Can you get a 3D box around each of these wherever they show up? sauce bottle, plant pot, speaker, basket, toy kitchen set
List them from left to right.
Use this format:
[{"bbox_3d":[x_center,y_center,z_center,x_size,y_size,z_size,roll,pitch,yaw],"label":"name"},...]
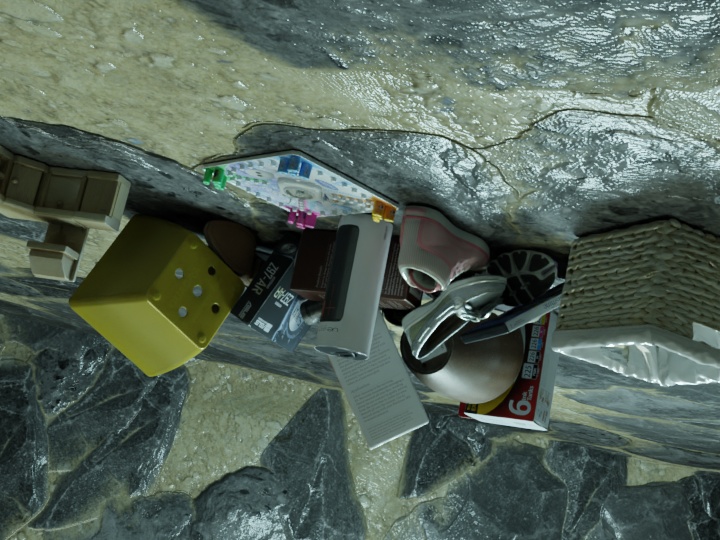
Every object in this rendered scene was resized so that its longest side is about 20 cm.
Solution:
[{"bbox_3d":[-0.476,-0.090,1.510,0.199,0.164,0.180,7,166,18],"label":"toy kitchen set"},{"bbox_3d":[-0.307,0.038,1.687,0.176,0.200,0.200,-4,136,49],"label":"plant pot"},{"bbox_3d":[-0.009,0.024,1.487,0.081,0.201,0.081,11,167,3],"label":"speaker"},{"bbox_3d":[-0.009,0.036,1.694,0.199,0.066,0.066,-21,152,25],"label":"sauce bottle"},{"bbox_3d":[0.149,0.125,1.717,0.186,0.188,0.200,5,176,28],"label":"plant pot"},{"bbox_3d":[0.382,0.047,1.330,0.197,0.162,0.200,18,165,-24],"label":"basket"}]

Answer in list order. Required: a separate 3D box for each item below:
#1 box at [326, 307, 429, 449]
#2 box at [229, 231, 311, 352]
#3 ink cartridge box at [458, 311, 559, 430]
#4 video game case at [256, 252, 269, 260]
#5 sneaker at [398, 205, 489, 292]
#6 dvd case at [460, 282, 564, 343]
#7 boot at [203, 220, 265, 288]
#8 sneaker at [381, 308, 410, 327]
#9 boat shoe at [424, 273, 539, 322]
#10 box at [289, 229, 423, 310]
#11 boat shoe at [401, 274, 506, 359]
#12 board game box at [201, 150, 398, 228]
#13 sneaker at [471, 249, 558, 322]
[{"bbox_3d":[0.021,0.169,1.688,0.106,0.201,0.152,-24,176,0],"label":"box"},{"bbox_3d":[-0.118,0.040,1.736,0.043,0.161,0.200,33,175,24],"label":"box"},{"bbox_3d":[0.252,0.168,1.847,0.175,0.201,0.084,3,163,30],"label":"ink cartridge box"},{"bbox_3d":[-0.125,0.013,1.933,0.199,0.024,0.182,15,166,-7],"label":"video game case"},{"bbox_3d":[0.112,-0.011,1.454,0.075,0.105,0.200,1,164,33],"label":"sneaker"},{"bbox_3d":[0.255,0.052,1.509,0.199,0.018,0.143,-25,179,-22],"label":"dvd case"},{"bbox_3d":[-0.223,-0.026,1.750,0.146,0.071,0.200,7,154,47],"label":"boot"},{"bbox_3d":[0.062,0.054,1.789,0.078,0.090,0.200,10,169,8],"label":"sneaker"},{"bbox_3d":[0.196,0.026,1.676,0.199,0.073,0.063,14,125,15],"label":"boat shoe"},{"bbox_3d":[0.000,0.000,1.601,0.199,0.101,0.075,6,166,24],"label":"box"},{"bbox_3d":[0.139,0.064,1.524,0.074,0.065,0.202,7,151,-43],"label":"boat shoe"},{"bbox_3d":[-0.083,-0.103,1.409,0.199,0.026,0.199,-2,161,45],"label":"board game box"},{"bbox_3d":[0.222,0.009,1.549,0.083,0.081,0.200,-31,-178,-36],"label":"sneaker"}]
